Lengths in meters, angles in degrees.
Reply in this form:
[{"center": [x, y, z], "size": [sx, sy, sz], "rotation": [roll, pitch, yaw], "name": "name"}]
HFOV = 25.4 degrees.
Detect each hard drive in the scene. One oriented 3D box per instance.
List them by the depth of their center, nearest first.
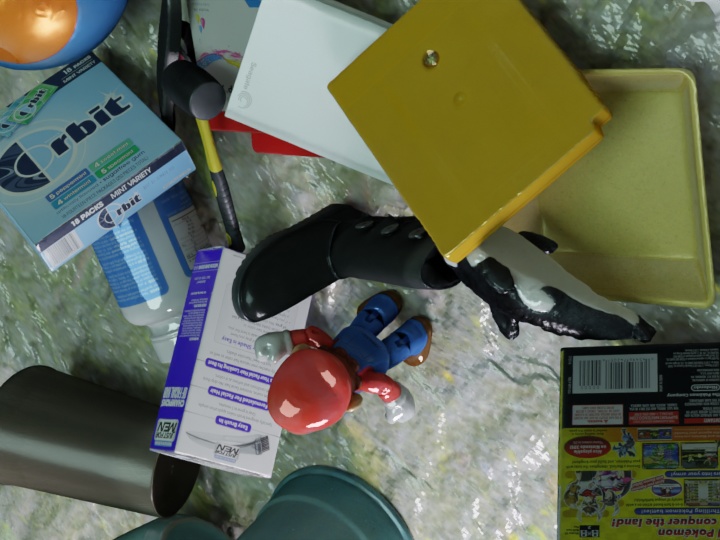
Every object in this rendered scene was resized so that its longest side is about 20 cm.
[{"center": [-0.008, -0.159, 1.405], "size": [0.199, 0.027, 0.133], "rotation": [22, 115, 2], "name": "hard drive"}]

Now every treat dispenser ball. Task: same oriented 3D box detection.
[{"center": [-0.314, -0.291, 1.513], "size": [0.200, 0.201, 0.202], "rotation": [16, 120, 30], "name": "treat dispenser ball"}]

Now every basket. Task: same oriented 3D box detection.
[{"center": [-0.286, 0.192, 1.755], "size": [0.199, 0.180, 0.137], "rotation": [12, 95, 22], "name": "basket"}]

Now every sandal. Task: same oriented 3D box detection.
[{"center": [-0.169, -0.203, 1.522], "size": [0.201, 0.045, 0.076], "rotation": [104, 159, -52], "name": "sandal"}]

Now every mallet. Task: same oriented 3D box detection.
[{"center": [-0.132, -0.098, 1.485], "size": [0.066, 0.041, 0.201], "rotation": [32, 144, 54], "name": "mallet"}]

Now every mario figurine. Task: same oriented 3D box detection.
[{"center": [-0.022, 0.096, 1.478], "size": [0.123, 0.200, 0.107], "rotation": [8, 115, 33], "name": "mario figurine"}]

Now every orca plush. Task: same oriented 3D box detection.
[{"center": [0.145, 0.025, 1.330], "size": [0.199, 0.105, 0.071], "rotation": [22, 122, -3], "name": "orca plush"}]

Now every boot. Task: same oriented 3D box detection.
[{"center": [0.001, -0.001, 1.418], "size": [0.199, 0.165, 0.066], "rotation": [12, 135, 47], "name": "boot"}]

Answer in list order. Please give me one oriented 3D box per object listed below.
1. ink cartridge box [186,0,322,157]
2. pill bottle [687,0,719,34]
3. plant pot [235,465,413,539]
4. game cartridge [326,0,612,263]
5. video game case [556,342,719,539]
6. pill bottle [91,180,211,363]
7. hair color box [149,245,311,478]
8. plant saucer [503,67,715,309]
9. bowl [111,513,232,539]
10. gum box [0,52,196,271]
[{"center": [-0.088, -0.192, 1.479], "size": [0.116, 0.067, 0.201], "rotation": [7, 115, 34], "name": "ink cartridge box"}, {"center": [0.252, -0.270, 1.168], "size": [0.104, 0.104, 0.201], "rotation": [-27, 95, 41], "name": "pill bottle"}, {"center": [-0.070, 0.332, 1.629], "size": [0.199, 0.196, 0.202], "rotation": [15, 118, 30], "name": "plant pot"}, {"center": [0.088, -0.135, 1.309], "size": [0.176, 0.032, 0.201], "rotation": [-40, 64, 13], "name": "game cartridge"}, {"center": [0.258, 0.144, 1.286], "size": [0.198, 0.182, 0.026], "rotation": [-2, 150, 14], "name": "video game case"}, {"center": [-0.207, -0.013, 1.621], "size": [0.112, 0.112, 0.201], "rotation": [-15, 100, 40], "name": "pill bottle"}, {"center": [-0.122, 0.089, 1.540], "size": [0.065, 0.109, 0.202], "rotation": [-7, 67, 57], "name": "hair color box"}, {"center": [0.203, -0.076, 1.333], "size": [0.199, 0.048, 0.201], "rotation": [4, 113, 34], "name": "plant saucer"}, {"center": [-0.193, 0.344, 1.734], "size": [0.201, 0.201, 0.105], "rotation": [46, 120, 10], "name": "bowl"}, {"center": [-0.280, -0.111, 1.553], "size": [0.200, 0.170, 0.045], "rotation": [43, 165, 40], "name": "gum box"}]
